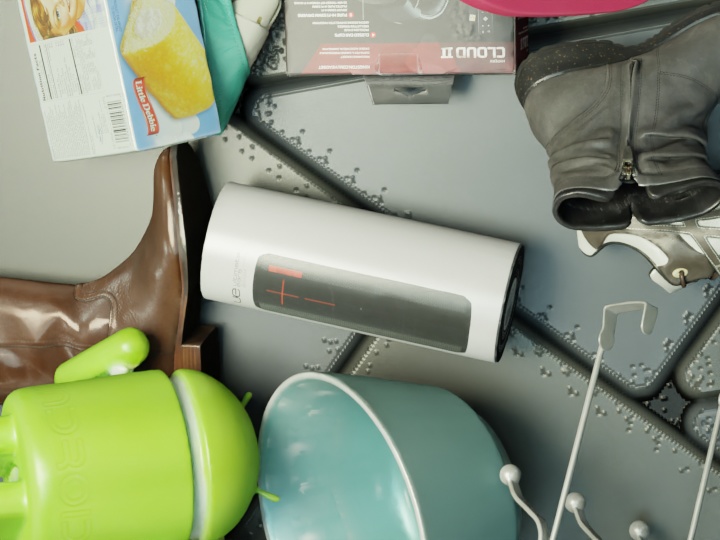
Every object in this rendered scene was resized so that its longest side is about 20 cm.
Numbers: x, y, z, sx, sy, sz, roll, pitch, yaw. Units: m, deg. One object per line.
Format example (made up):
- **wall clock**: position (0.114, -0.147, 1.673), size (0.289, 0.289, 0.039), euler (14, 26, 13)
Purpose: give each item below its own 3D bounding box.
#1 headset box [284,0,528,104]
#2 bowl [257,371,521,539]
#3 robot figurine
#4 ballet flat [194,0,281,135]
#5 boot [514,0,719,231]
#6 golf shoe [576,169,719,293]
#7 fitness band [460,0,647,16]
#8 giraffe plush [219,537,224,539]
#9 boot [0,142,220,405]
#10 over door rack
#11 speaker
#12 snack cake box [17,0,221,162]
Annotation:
- **headset box**: position (0.029, -0.204, 1.592), size (0.149, 0.077, 0.200), euler (0, 99, 11)
- **bowl**: position (0.029, 0.151, 1.605), size (0.105, 0.201, 0.201), euler (-13, 98, -30)
- **robot figurine**: position (-0.155, 0.124, 1.601), size (0.200, 0.116, 0.176), euler (-7, 67, -18)
- **ballet flat**: position (-0.088, -0.189, 1.626), size (0.070, 0.067, 0.200), euler (-12, 98, -2)
- **boot**: position (0.200, -0.088, 1.534), size (0.200, 0.132, 0.070), euler (-16, 139, -1)
- **golf shoe**: position (0.230, -0.025, 1.586), size (0.200, 0.078, 0.095), euler (17, 105, 19)
- **fitness band**: position (0.120, -0.227, 1.538), size (0.200, 0.037, 0.144), euler (-5, 102, -28)
- **giraffe plush**: position (-0.129, 0.248, 1.660), size (0.162, 0.200, 0.173), euler (-38, 107, -13)
- **boot**: position (-0.198, 0.005, 1.678), size (0.200, 0.064, 0.187), euler (1, 101, 15)
- **over door rack**: position (0.163, 0.128, 1.577), size (0.067, 0.148, 0.200), euler (20, 86, 47)
- **speaker**: position (0.000, 0.000, 1.628), size (0.200, 0.081, 0.081), euler (13, 101, 9)
- **snack cake box**: position (-0.163, -0.174, 1.611), size (0.115, 0.067, 0.200), euler (-2, 102, 56)
